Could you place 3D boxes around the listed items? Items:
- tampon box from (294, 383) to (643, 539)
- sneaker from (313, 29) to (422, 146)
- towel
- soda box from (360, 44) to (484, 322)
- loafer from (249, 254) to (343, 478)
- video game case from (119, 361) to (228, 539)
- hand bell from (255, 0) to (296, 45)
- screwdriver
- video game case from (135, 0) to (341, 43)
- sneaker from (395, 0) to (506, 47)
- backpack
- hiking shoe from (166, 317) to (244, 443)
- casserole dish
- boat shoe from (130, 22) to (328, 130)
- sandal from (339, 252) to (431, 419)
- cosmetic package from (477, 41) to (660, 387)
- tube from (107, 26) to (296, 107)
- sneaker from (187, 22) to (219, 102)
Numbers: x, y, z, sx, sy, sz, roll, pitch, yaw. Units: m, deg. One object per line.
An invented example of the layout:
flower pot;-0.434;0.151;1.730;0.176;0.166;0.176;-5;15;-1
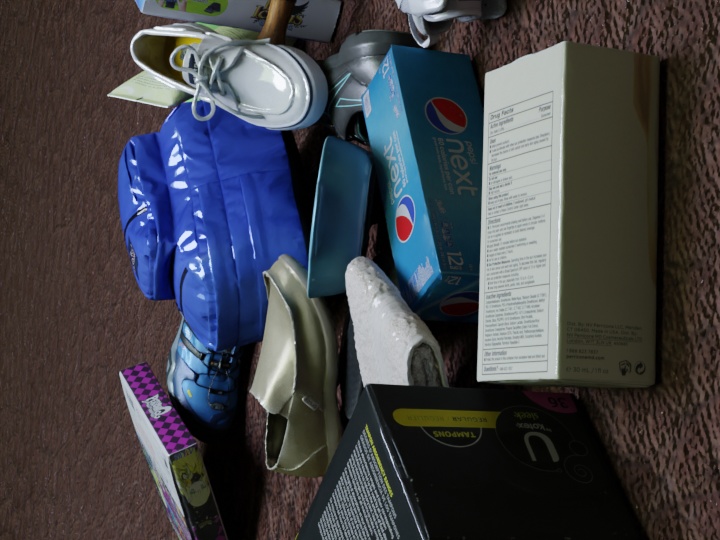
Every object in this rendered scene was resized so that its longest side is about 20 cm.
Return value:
tampon box;0.053;0.184;0.976;0.126;0.150;0.200;-111;35;-44
sneaker;-0.014;-0.139;1.284;0.200;0.075;0.080;163;107;-65
towel;0.032;0.099;1.092;0.133;0.034;0.200;-129;23;-56
soda box;0.056;-0.063;1.117;0.064;0.068;0.200;124;143;-50
loafer;-0.057;0.086;1.280;0.076;0.068;0.201;-147;46;-65
video game case;-0.180;0.209;1.547;0.200;0.036;0.182;-138;31;-61
hand bell;-0.067;-0.230;1.338;0.104;0.104;0.200;19;92;65
screwdriver;0.000;0.000;1.290;0.028;0.029;0.201;-156;69;-64
video game case;-0.133;-0.282;1.446;0.200;0.181;0.046;-122;44;-53
sneaker;0.082;-0.246;1.097;0.200;0.075;0.115;-36;65;47
backpack;-0.122;-0.029;1.380;0.163;0.167;0.200;92;160;-62
hiking shoe;-0.147;0.069;1.538;0.087;0.074;0.201;151;121;-63
casserole dish;-0.012;-0.040;1.185;0.200;0.039;0.121;-71;-12;-85
boat shoe;-0.121;-0.166;1.286;0.202;0.086;0.075;28;114;37
sandal;0.022;0.049;1.212;0.201;0.048;0.075;109;154;-57
cosmetic package;0.126;-0.030;0.949;0.105;0.071;0.201;172;102;-66
tube;-0.138;-0.193;1.436;0.052;0.200;0.058;52;138;1
sneaker;-0.133;-0.150;1.549;0.077;0.084;0.200;-97;5;-58
